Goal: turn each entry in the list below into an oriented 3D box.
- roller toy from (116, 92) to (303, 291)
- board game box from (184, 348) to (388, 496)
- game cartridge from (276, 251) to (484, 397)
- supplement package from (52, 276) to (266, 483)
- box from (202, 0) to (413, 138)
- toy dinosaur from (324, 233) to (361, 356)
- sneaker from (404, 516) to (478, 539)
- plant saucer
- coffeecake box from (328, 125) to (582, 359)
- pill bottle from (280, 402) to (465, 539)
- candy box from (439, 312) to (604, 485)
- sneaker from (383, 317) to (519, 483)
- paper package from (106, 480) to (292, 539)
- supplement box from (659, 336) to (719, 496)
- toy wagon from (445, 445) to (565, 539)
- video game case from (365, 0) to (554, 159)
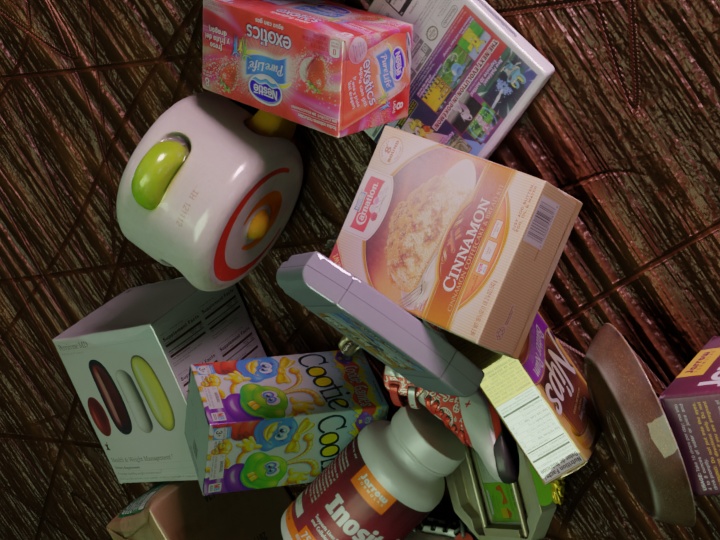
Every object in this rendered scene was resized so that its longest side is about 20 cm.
[{"bbox_3d":[-0.151,-0.080,1.507,0.139,0.200,0.184,33,141,17],"label":"roller toy"},{"bbox_3d":[-0.083,0.163,1.564,0.105,0.197,0.104,-118,30,-49],"label":"board game box"},{"bbox_3d":[0.017,0.053,1.332,0.199,0.042,0.133,36,174,-12],"label":"game cartridge"},{"bbox_3d":[-0.224,0.129,1.706,0.190,0.147,0.202,-11,108,41],"label":"supplement package"},{"bbox_3d":[-0.054,-0.207,1.387,0.199,0.102,0.096,23,121,38],"label":"box"},{"bbox_3d":[0.000,0.000,1.528,0.087,0.048,0.201,27,129,5],"label":"toy dinosaur"},{"bbox_3d":[0.094,0.298,1.599,0.198,0.077,0.082,28,118,-2],"label":"sneaker"},{"bbox_3d":[0.252,0.148,1.326,0.034,0.200,0.202,-21,104,-1],"label":"plant saucer"},{"bbox_3d":[0.082,-0.029,1.318,0.199,0.073,0.155,24,91,41],"label":"coffeecake box"},{"bbox_3d":[0.015,0.234,1.513,0.113,0.113,0.200,45,110,8],"label":"pill bottle"},{"bbox_3d":[0.159,0.095,1.399,0.056,0.117,0.201,-32,93,26],"label":"candy box"},{"bbox_3d":[0.087,0.134,1.441,0.107,0.067,0.203,-20,62,10],"label":"sneaker"},{"bbox_3d":[-0.175,0.326,1.744,0.103,0.200,0.192,-28,95,43],"label":"paper package"},{"bbox_3d":[0.381,0.116,1.231,0.198,0.131,0.104,-12,106,41],"label":"supplement box"},{"bbox_3d":[0.155,0.221,1.492,0.199,0.039,0.157,-14,92,57],"label":"toy wagon"},{"bbox_3d":[0.070,-0.185,1.383,0.182,0.023,0.200,45,133,9],"label":"video game case"}]
